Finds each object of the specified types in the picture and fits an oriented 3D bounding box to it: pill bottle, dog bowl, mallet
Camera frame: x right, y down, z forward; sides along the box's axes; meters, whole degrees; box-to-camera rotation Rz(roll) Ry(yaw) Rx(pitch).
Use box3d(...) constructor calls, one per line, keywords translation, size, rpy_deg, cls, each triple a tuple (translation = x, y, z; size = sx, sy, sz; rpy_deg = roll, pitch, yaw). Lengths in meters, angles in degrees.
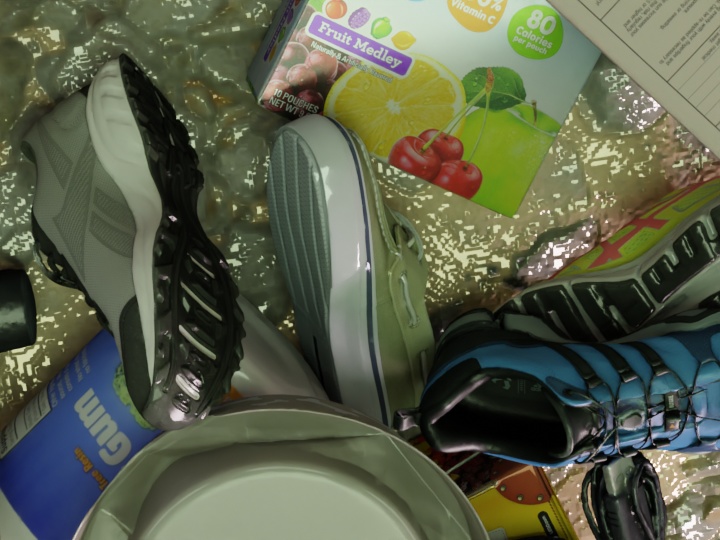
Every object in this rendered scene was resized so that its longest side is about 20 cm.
box3d(translation=(-0.119, 0.101, 1.130), size=(0.112, 0.112, 0.200), rpy_deg=(42, 100, -20), cls="pill bottle")
box3d(translation=(-0.037, 0.147, 1.060), size=(0.200, 0.059, 0.201), rpy_deg=(-1, 106, -3), cls="dog bowl")
box3d(translation=(-0.169, 0.080, 1.080), size=(0.066, 0.200, 0.041), rpy_deg=(-14, 142, -7), cls="mallet")

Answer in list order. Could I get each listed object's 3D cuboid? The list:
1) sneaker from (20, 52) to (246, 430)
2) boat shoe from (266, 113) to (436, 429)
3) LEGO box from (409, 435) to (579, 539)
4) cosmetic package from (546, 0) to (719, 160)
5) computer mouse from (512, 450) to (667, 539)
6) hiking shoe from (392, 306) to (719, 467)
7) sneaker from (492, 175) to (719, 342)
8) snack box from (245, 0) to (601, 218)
box3d(translation=(-0.108, -0.005, 1.059), size=(0.079, 0.200, 0.074), rpy_deg=(-29, 139, 13), cls="sneaker")
box3d(translation=(0.000, 0.000, 1.124), size=(0.062, 0.072, 0.200), rpy_deg=(-24, 137, -17), cls="boat shoe")
box3d(translation=(0.056, 0.191, 1.209), size=(0.149, 0.077, 0.200), rpy_deg=(-26, 112, 3), cls="LEGO box")
box3d(translation=(0.141, -0.136, 1.042), size=(0.200, 0.073, 0.104), rpy_deg=(40, 99, -26), cls="cosmetic package")
box3d(translation=(0.063, 0.173, 1.132), size=(0.200, 0.053, 0.139), rpy_deg=(-14, 113, -2), cls="computer mouse")
box3d(translation=(0.122, 0.066, 1.088), size=(0.200, 0.087, 0.075), rpy_deg=(-2, 115, 21), cls="hiking shoe")
box3d(translation=(0.147, 0.007, 1.154), size=(0.200, 0.090, 0.078), rpy_deg=(-27, 106, 27), cls="sneaker")
box3d(translation=(0.052, -0.143, 1.092), size=(0.142, 0.053, 0.200), rpy_deg=(23, 105, -17), cls="snack box")
